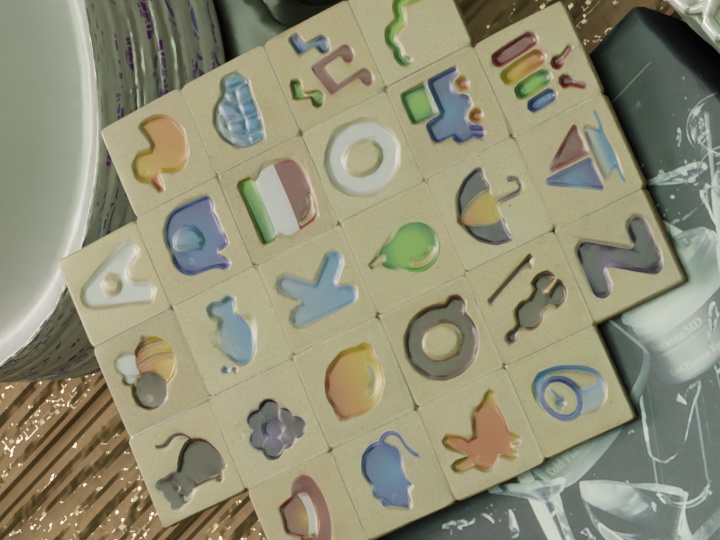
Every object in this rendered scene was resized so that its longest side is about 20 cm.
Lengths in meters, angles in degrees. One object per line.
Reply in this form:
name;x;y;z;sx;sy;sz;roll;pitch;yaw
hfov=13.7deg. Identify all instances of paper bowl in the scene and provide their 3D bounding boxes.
paper bowl;-0.148;-0.058;1.103;0.200;0.104;0.201;3;94;48

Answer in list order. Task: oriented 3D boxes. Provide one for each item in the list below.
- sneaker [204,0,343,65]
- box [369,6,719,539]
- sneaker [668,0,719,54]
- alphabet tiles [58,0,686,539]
sneaker;-0.026;-0.139;1.078;0.091;0.076;0.200;158;103;-67
box;0.101;0.048;1.008;0.200;0.104;0.182;-48;68;16
sneaker;0.145;-0.085;0.965;0.200;0.087;0.075;37;130;4
alphabet tiles;0.000;0.000;0.988;0.200;0.006;0.167;-26;81;18
